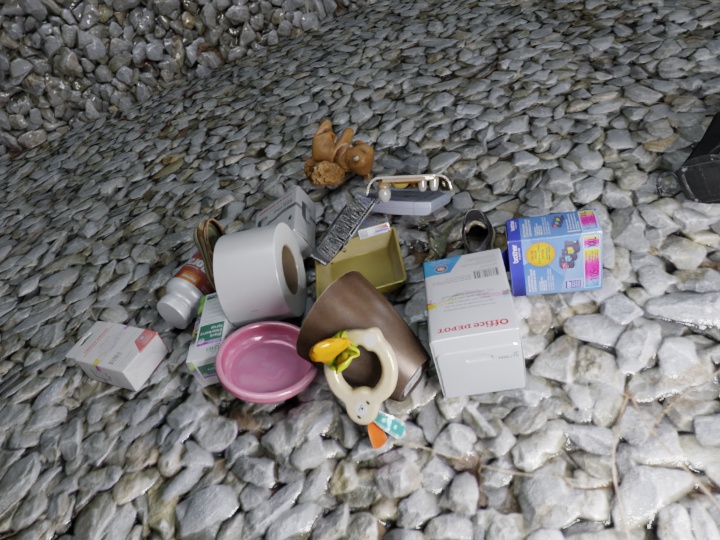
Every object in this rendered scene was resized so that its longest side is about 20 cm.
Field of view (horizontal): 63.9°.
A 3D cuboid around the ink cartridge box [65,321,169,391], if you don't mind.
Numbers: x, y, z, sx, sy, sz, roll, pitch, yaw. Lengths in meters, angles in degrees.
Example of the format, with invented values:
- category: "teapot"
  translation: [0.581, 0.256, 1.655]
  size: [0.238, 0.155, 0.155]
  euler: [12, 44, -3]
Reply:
- category: "ink cartridge box"
  translation: [-0.542, 0.185, 1.282]
  size: [0.197, 0.068, 0.117]
  euler: [7, 45, 28]

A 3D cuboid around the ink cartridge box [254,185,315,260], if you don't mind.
- category: "ink cartridge box"
  translation: [-0.187, -0.096, 1.419]
  size: [0.144, 0.085, 0.202]
  euler: [-31, 33, 19]

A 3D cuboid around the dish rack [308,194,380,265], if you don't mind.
- category: "dish rack"
  translation: [-0.033, -0.091, 1.224]
  size: [0.155, 0.054, 0.200]
  euler: [-57, 7, -18]

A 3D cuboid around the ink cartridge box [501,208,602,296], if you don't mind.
- category: "ink cartridge box"
  translation: [0.349, -0.029, 1.093]
  size: [0.196, 0.138, 0.077]
  euler: [-6, 36, 18]

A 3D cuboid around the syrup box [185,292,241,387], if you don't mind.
- category: "syrup box"
  translation: [-0.301, 0.138, 1.221]
  size: [0.077, 0.082, 0.202]
  euler: [-15, 37, 8]

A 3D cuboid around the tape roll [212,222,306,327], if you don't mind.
- category: "tape roll"
  translation: [-0.211, 0.010, 1.238]
  size: [0.137, 0.205, 0.204]
  euler: [-10, 39, 11]

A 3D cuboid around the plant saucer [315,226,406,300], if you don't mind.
- category: "plant saucer"
  translation: [0.000, 0.000, 1.283]
  size: [0.196, 0.049, 0.202]
  euler: [-16, 38, 6]

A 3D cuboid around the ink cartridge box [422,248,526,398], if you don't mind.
- category: "ink cartridge box"
  translation: [0.196, 0.091, 1.009]
  size: [0.144, 0.148, 0.202]
  euler: [-10, 39, 11]

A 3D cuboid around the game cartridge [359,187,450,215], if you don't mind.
- category: "game cartridge"
  translation: [0.105, -0.169, 1.413]
  size: [0.197, 0.042, 0.133]
  euler: [9, 27, 32]

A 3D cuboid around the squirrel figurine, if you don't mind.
- category: "squirrel figurine"
  translation: [-0.057, -0.300, 1.625]
  size: [0.185, 0.142, 0.201]
  euler: [29, 72, 32]

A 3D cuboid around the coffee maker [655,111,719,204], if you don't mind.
- category: "coffee maker"
  translation: [0.741, -0.243, 1.181]
  size: [0.190, 0.136, 0.200]
  euler: [19, 51, 39]

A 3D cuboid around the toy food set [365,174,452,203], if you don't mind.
- category: "toy food set"
  translation: [0.109, -0.192, 1.359]
  size: [0.196, 0.062, 0.144]
  euler: [-2, 8, 1]

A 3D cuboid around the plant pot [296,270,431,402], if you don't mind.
- category: "plant pot"
  translation: [0.019, 0.135, 1.023]
  size: [0.199, 0.188, 0.187]
  euler: [35, 60, 20]

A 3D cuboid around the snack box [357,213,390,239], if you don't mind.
- category: "snack box"
  translation: [0.031, -0.108, 1.347]
  size: [0.071, 0.025, 0.200]
  euler: [-16, 12, 5]

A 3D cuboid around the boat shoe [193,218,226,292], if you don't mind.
- category: "boat shoe"
  translation: [-0.316, -0.025, 1.308]
  size: [0.075, 0.202, 0.074]
  euler: [-26, -3, -40]

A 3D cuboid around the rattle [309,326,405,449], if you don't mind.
- category: "rattle"
  translation: [0.001, 0.195, 0.888]
  size: [0.128, 0.204, 0.143]
  euler: [-9, -1, 1]

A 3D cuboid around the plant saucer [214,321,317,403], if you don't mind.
- category: "plant saucer"
  translation: [-0.177, 0.181, 1.108]
  size: [0.196, 0.052, 0.202]
  euler: [3, 36, -2]

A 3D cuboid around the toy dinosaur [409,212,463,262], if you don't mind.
- category: "toy dinosaur"
  translation: [0.163, -0.074, 1.303]
  size: [0.087, 0.048, 0.201]
  euler: [16, 48, 17]

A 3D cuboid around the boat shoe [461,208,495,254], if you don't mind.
- category: "boat shoe"
  translation: [0.255, -0.081, 1.254]
  size: [0.071, 0.065, 0.202]
  euler: [-9, 39, 16]

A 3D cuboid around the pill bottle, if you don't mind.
- category: "pill bottle"
  translation: [-0.381, 0.035, 1.354]
  size: [0.110, 0.113, 0.201]
  euler: [6, 45, 29]
